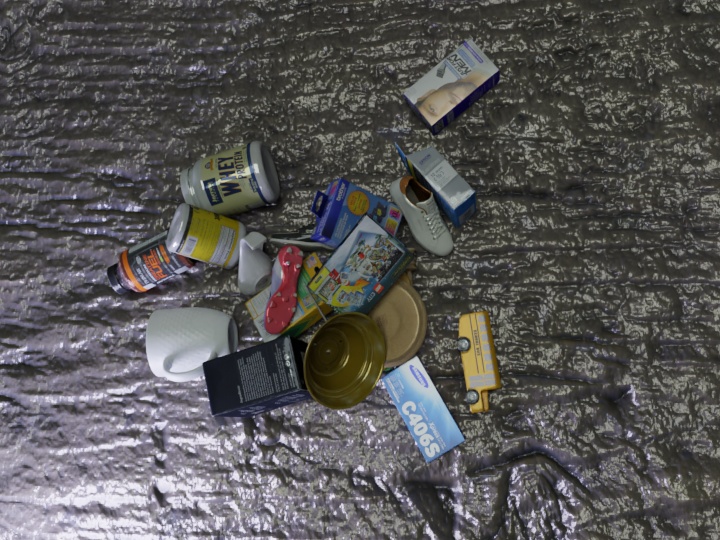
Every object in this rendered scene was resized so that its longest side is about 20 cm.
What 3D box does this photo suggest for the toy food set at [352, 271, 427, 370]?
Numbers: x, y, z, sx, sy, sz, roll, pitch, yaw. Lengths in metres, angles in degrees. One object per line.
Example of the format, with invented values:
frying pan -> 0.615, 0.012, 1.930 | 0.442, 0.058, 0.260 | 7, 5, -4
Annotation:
toy food set -> 0.052, 0.110, 1.513 | 0.197, 0.049, 0.201 | -39, 72, 14

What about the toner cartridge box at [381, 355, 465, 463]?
toner cartridge box -> 0.133, 0.293, 1.477 | 0.094, 0.043, 0.202 | -31, 74, 3

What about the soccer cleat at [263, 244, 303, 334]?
soccer cleat -> -0.173, 0.042, 1.525 | 0.066, 0.076, 0.204 | 17, 76, -24

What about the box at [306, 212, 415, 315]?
box -> 0.000, 0.000, 1.465 | 0.136, 0.038, 0.201 | 39, 101, -11

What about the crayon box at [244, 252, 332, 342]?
crayon box -> -0.146, 0.070, 1.558 | 0.199, 0.052, 0.126 | -36, 57, 3

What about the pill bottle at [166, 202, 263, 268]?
pill bottle -> -0.324, -0.068, 1.567 | 0.197, 0.111, 0.113 | 19, 80, -26

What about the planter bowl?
planter bowl -> -0.050, 0.179, 1.452 | 0.083, 0.199, 0.203 | 14, 78, 56

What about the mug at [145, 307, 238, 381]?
mug -> -0.368, 0.170, 1.531 | 0.172, 0.201, 0.150 | -5, 122, 4

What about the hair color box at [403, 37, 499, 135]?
hair color box -> 0.209, -0.420, 1.596 | 0.199, 0.065, 0.110 | -40, 75, 3

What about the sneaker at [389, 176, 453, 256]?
sneaker -> 0.142, -0.115, 1.504 | 0.073, 0.084, 0.201 | -44, 102, -22

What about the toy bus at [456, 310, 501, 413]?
toy bus -> 0.247, 0.193, 1.464 | 0.077, 0.065, 0.204 | -10, 77, 8

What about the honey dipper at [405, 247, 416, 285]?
honey dipper -> 0.108, 0.053, 1.537 | 0.037, 0.038, 0.204 | -4, 81, 10

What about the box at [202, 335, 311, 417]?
box -> -0.199, 0.229, 1.477 | 0.197, 0.197, 0.119 | -18, 75, 7

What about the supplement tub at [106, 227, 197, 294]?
supplement tub -> -0.490, -0.018, 1.634 | 0.198, 0.107, 0.108 | -26, 75, 6

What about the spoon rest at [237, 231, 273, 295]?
spoon rest -> -0.233, -0.018, 1.538 | 0.099, 0.201, 0.061 | -36, 65, -26

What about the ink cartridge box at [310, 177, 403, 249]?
ink cartridge box -> -0.020, -0.108, 1.520 | 0.197, 0.076, 0.139 | 23, 77, -18

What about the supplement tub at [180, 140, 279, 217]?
supplement tub -> -0.299, -0.203, 1.612 | 0.197, 0.145, 0.147 | -17, 76, 7

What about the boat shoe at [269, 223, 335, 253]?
boat shoe -> -0.107, -0.077, 1.585 | 0.196, 0.074, 0.062 | 3, 79, 9

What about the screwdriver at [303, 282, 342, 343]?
screwdriver -> -0.077, 0.110, 1.506 | 0.028, 0.201, 0.029 | -3, 38, 47

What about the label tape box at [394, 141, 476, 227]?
label tape box -> 0.166, -0.202, 1.518 | 0.066, 0.143, 0.201 | -38, 74, 2
